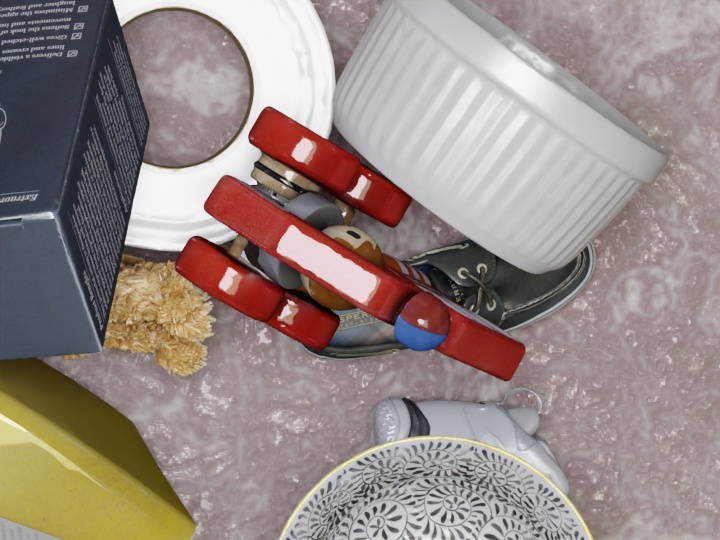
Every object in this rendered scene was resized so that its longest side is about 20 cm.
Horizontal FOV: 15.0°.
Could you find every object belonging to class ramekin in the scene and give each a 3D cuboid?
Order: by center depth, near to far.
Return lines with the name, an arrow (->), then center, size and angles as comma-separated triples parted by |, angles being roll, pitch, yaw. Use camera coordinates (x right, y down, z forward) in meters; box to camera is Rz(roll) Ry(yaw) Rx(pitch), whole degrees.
ramekin -> 0.076, -0.086, 1.644 | 0.200, 0.200, 0.105 | 36, 98, -5

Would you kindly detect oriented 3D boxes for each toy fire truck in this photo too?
toy fire truck -> 0.000, 0.000, 1.586 | 0.168, 0.200, 0.112 | 31, 91, 26

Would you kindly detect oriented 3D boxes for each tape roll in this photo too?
tape roll -> -0.116, -0.112, 1.689 | 0.202, 0.071, 0.203 | 0, 94, -5

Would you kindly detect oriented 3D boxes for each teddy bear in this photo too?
teddy bear -> -0.180, 0.009, 1.663 | 0.200, 0.145, 0.067 | 30, 69, -11

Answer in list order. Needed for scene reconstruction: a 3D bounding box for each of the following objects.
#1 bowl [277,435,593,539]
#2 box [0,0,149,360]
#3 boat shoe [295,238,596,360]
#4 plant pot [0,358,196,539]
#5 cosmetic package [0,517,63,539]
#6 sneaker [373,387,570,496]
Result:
bowl -> 0.043, 0.199, 1.632 | 0.200, 0.094, 0.202 | 0, 85, -1
box -> -0.212, -0.053, 1.543 | 0.148, 0.200, 0.107 | -4, 132, 11
boat shoe -> 0.055, 0.017, 1.715 | 0.199, 0.057, 0.069 | -16, 94, -3
plant pot -> -0.245, 0.135, 1.608 | 0.200, 0.200, 0.176 | -45, 113, 0
cosmetic package -> -0.229, 0.182, 1.492 | 0.199, 0.071, 0.102 | 21, 95, -11
sneaker -> 0.078, 0.171, 1.717 | 0.114, 0.075, 0.201 | -11, 91, 0
